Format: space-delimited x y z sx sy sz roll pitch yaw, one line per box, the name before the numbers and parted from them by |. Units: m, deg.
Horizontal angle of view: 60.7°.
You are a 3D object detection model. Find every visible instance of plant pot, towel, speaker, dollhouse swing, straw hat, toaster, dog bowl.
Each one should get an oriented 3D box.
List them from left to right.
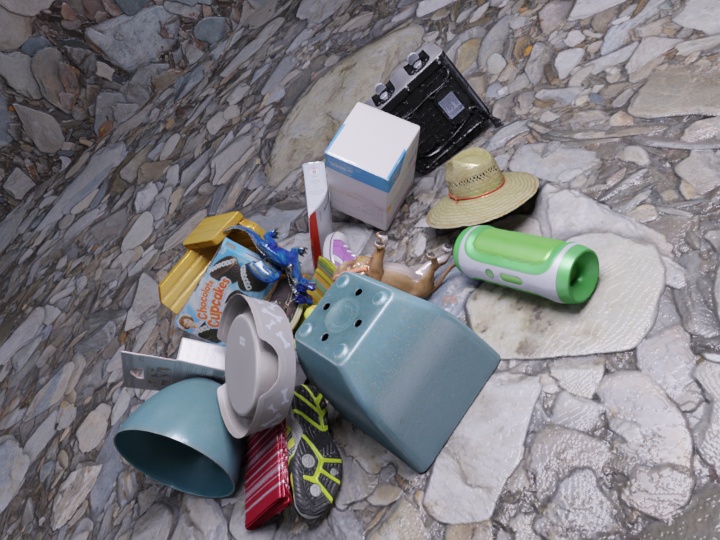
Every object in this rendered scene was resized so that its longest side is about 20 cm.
plant pot | -0.268 0.253 0.987 0.200 0.200 0.135 -14 38 33
dollhouse swing | -0.245 0.026 1.159 0.181 0.200 0.176 -4 48 48
dog bowl | -0.152 0.134 0.881 0.200 0.058 0.201 -7 82 59
towel | -0.141 0.269 0.921 0.145 0.022 0.200 -50 37 42
towel | -0.087 0.079 1.061 0.086 0.018 0.201 38 107 58
plant pot | 0.029 0.111 0.838 0.196 0.200 0.196 -52 38 -13
toaster | 0.131 -0.304 1.172 0.181 0.200 0.119 -40 33 16
straw hat | 0.183 -0.151 0.996 0.201 0.085 0.201 -23 23 10
speaker | 0.228 -0.012 0.872 0.200 0.088 0.089 18 67 50

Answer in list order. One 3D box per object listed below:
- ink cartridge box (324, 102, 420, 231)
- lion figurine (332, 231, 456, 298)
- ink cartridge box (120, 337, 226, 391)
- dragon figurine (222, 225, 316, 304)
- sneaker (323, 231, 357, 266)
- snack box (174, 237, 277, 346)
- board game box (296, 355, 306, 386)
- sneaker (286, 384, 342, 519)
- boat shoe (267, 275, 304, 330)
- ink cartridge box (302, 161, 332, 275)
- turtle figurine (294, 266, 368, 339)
ink cartridge box | 0.022 -0.179 1.133 0.125 0.200 0.129 25 66 12
lion figurine | 0.059 0.010 0.973 0.073 0.199 0.123 -85 9 -61
ink cartridge box | -0.308 0.167 1.045 0.200 0.176 0.045 125 155 -58
dragon figurine | -0.152 -0.020 1.046 0.059 0.200 0.099 -55 5 29
sneaker | 0.000 0.001 1.087 0.114 0.073 0.201 -24 51 19
snack box | -0.243 0.048 1.125 0.200 0.116 0.037 -53 19 25
board game box | -0.167 0.169 1.075 0.126 0.035 0.200 -59 37 4
sneaker | -0.078 0.270 0.907 0.076 0.075 0.200 -57 28 37
boat shoe | -0.149 0.082 1.037 0.073 0.065 0.200 -18 42 32
ink cartridge box | -0.073 -0.077 1.157 0.057 0.163 0.200 -10 55 -5
turtle figurine | -0.034 0.086 0.949 0.200 0.161 0.064 -39 49 10
